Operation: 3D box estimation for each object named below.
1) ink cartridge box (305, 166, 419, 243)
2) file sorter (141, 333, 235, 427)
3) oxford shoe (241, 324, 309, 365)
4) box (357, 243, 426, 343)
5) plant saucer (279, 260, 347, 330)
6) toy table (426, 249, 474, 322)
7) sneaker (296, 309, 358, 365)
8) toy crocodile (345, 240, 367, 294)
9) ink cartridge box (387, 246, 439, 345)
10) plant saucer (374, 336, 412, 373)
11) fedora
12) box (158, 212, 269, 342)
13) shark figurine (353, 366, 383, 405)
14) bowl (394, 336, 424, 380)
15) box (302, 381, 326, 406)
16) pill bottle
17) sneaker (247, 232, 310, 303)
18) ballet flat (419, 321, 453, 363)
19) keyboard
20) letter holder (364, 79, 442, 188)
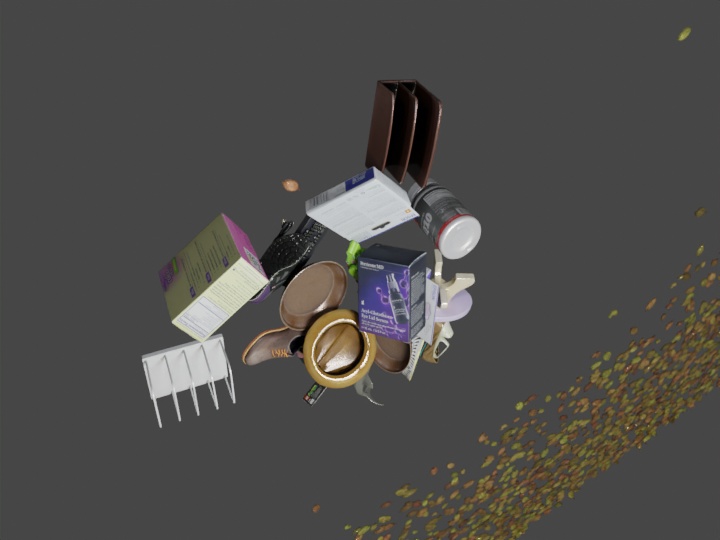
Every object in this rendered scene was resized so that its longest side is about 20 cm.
[{"bbox_3d":[0.007,-0.144,1.481,0.196,0.042,0.199,-22,149,27],"label":"ink cartridge box"},{"bbox_3d":[-0.410,0.271,1.565,0.195,0.125,0.141,-15,131,-21],"label":"file sorter"},{"bbox_3d":[-0.211,0.193,1.656,0.197,0.073,0.072,-30,135,-6],"label":"oxford shoe"},{"bbox_3d":[0.077,0.052,1.574,0.104,0.145,0.205,-34,127,-53],"label":"box"},{"bbox_3d":[-0.122,0.056,1.602,0.197,0.037,0.204,-25,136,-27],"label":"plant saucer"},{"bbox_3d":[0.211,0.050,1.737,0.194,0.187,0.119,-7,141,-11],"label":"toy table"},{"bbox_3d":[-0.090,0.171,1.717,0.200,0.070,0.082,-47,122,1],"label":"sneaker"},{"bbox_3d":[0.000,0.000,1.633,0.069,0.060,0.201,-68,151,-27],"label":"toy crocodile"},{"bbox_3d":[0.127,0.065,1.673,0.043,0.198,0.202,-30,139,-36],"label":"ink cartridge box"},{"bbox_3d":[0.074,0.175,1.737,0.036,0.199,0.204,-24,137,-38],"label":"plant saucer"},{"bbox_3d":[-0.058,0.199,1.657,0.195,0.082,0.207,1,85,-13],"label":"fedora"},{"bbox_3d":[-0.318,0.013,1.382,0.199,0.177,0.097,-41,134,5],"label":"box"},{"bbox_3d":[0.015,0.323,1.868,0.126,0.089,0.219,-26,131,-31],"label":"shark figurine"},{"bbox_3d":[0.132,0.198,1.824,0.092,0.202,0.205,19,122,7],"label":"bowl"},{"bbox_3d":[-0.077,0.274,1.781,0.202,0.034,0.110,-53,176,15],"label":"box"},{"bbox_3d":[0.194,-0.130,1.555,0.111,0.201,0.116,-15,132,-18],"label":"pill bottle"},{"bbox_3d":[-0.195,-0.005,1.505,0.199,0.076,0.088,-42,163,-3],"label":"sneaker"},{"bbox_3d":[0.234,0.197,1.917,0.068,0.071,0.204,-37,148,-53],"label":"ballet flat"},{"bbox_3d":[-0.162,-0.052,1.533,0.125,0.021,0.202,21,111,-40],"label":"keyboard"},{"bbox_3d":[0.093,-0.292,1.411,0.098,0.143,0.204,-8,129,-24],"label":"letter holder"}]
